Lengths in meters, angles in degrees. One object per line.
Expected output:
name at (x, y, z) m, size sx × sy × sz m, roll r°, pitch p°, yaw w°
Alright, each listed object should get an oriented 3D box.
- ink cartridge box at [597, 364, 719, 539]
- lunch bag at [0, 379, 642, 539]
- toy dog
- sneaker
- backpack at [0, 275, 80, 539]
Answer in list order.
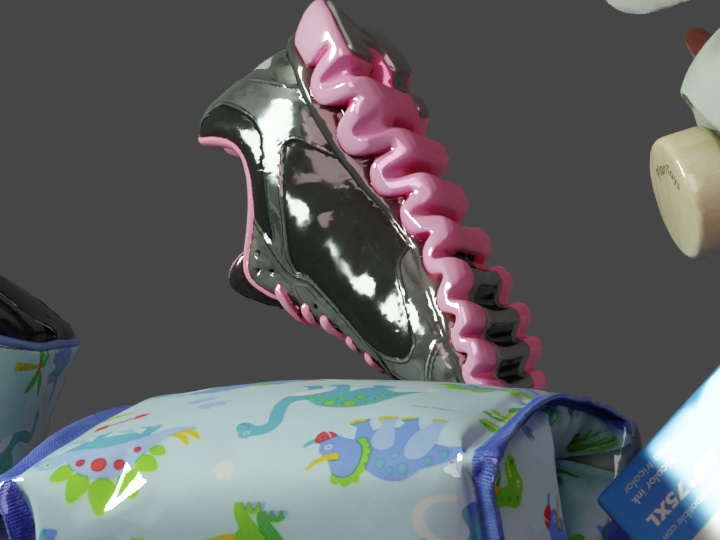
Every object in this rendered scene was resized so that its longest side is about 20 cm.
ink cartridge box at (0.175, 0.129, 0.905) m, size 0.067 × 0.116 × 0.200 m, roll -47°, pitch 48°, yaw 9°
lunch bag at (-0.004, 0.091, 0.955) m, size 0.169 × 0.200 × 0.128 m, roll -3°, pitch 102°, yaw 16°
toy dog at (0.149, -0.101, 1.075) m, size 0.131 × 0.201 × 0.097 m, roll -9°, pitch 49°, yaw -27°
sneaker at (0.000, 0.000, 1.099) m, size 0.095 × 0.079 × 0.201 m, roll -30°, pitch 69°, yaw 14°
backpack at (-0.210, 0.045, 1.026) m, size 0.199 × 0.183 × 0.148 m, roll 17°, pitch 93°, yaw 11°
